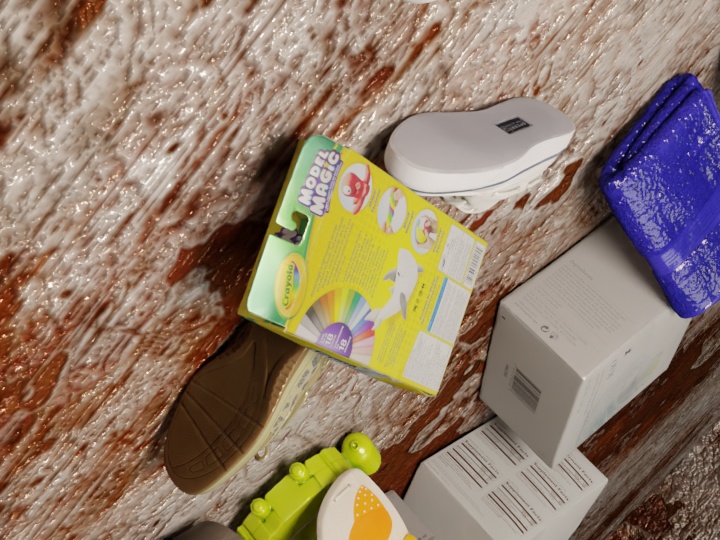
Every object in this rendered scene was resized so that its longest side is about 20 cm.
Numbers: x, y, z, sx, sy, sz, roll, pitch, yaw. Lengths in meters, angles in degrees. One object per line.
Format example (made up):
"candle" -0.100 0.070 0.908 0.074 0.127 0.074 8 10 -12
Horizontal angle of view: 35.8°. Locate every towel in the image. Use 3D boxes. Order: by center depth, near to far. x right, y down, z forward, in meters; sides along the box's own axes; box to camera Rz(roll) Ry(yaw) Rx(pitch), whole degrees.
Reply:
"towel" 0.313 -0.065 1.045 0.148 0.049 0.200 -51 124 -14

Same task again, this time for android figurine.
"android figurine" -0.054 0.226 1.052 0.182 0.041 0.200 -42 157 -5

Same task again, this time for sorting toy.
"sorting toy" -0.039 0.311 0.989 0.180 0.106 0.201 -45 164 -40

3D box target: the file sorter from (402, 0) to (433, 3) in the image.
"file sorter" -0.006 -0.211 0.388 0.139 0.125 0.200 -48 154 5

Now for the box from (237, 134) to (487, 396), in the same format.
"box" 0.000 0.000 0.710 0.199 0.048 0.119 30 77 -52

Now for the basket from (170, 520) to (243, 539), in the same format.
"basket" -0.170 0.297 0.875 0.199 0.137 0.179 -30 -178 -40

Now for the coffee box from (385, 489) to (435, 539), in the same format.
"coffee box" -0.015 0.357 1.256 0.112 0.080 0.201 -12 139 -51

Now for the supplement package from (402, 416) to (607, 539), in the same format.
"supplement package" 0.157 0.299 1.354 0.198 0.147 0.193 -22 146 -40

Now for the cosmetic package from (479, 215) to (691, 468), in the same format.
"cosmetic package" 0.247 0.072 1.189 0.199 0.123 0.201 -36 153 -22

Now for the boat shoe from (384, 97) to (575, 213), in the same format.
"boat shoe" 0.084 -0.072 0.787 0.198 0.073 0.066 -16 138 -45

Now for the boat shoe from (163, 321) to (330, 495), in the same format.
"boat shoe" -0.062 0.076 0.782 0.201 0.073 0.062 -51 151 10
